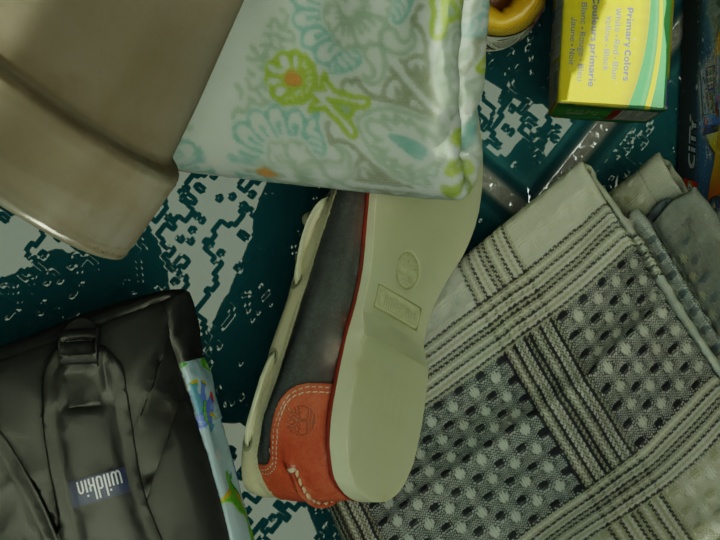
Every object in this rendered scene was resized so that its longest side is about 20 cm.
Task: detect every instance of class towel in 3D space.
[{"bbox_3d":[0.075,0.062,1.149,0.200,0.193,0.035,-35,136,11],"label":"towel"},{"bbox_3d":[-0.031,-0.134,1.136,0.170,0.048,0.201,8,100,28],"label":"towel"}]

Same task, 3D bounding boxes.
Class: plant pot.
[{"bbox_3d":[-0.112,-0.132,1.064,0.200,0.200,0.174,38,95,-13],"label":"plant pot"}]

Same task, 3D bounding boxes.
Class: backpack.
[{"bbox_3d":[-0.109,0.132,1.173,0.162,0.154,0.201,-23,81,-7],"label":"backpack"}]

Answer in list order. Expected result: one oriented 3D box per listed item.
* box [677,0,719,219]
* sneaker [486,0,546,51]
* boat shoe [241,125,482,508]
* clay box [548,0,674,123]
[{"bbox_3d":[0.169,-0.021,1.185,0.037,0.137,0.201,-1,100,-13],"label":"box"},{"bbox_3d":[0.043,-0.186,1.166,0.077,0.082,0.201,-16,101,-6],"label":"sneaker"},{"bbox_3d":[0.000,0.000,1.182,0.071,0.062,0.201,33,63,-45],"label":"boat shoe"},{"bbox_3d":[0.103,-0.162,1.151,0.047,0.115,0.201,4,91,2],"label":"clay box"}]
